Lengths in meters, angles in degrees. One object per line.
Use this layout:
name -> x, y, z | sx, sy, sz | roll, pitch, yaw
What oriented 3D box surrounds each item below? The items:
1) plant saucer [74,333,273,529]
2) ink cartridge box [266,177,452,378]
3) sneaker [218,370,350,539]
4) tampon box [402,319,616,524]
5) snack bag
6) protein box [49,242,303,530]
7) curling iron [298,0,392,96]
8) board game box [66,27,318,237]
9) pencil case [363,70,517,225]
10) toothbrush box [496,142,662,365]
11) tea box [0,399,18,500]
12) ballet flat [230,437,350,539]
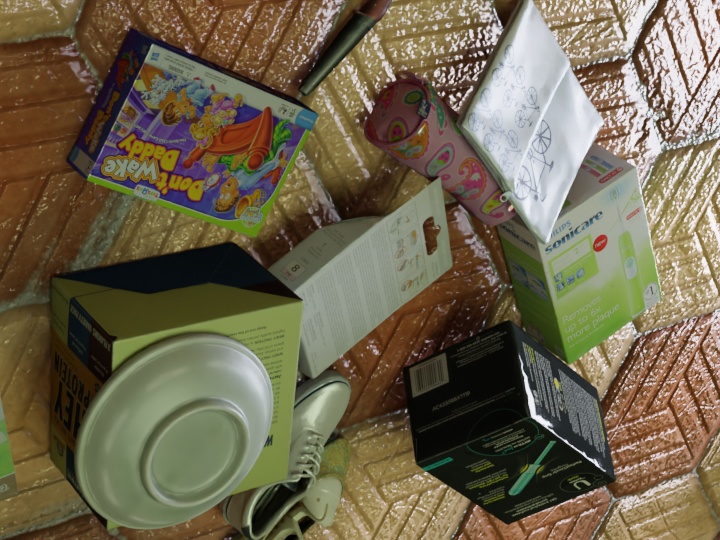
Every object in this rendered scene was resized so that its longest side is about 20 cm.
plant saucer -> -0.156, 0.155, 1.429 | 0.200, 0.050, 0.201 | -17, 124, -27
ink cartridge box -> 0.000, 0.000, 1.617 | 0.200, 0.057, 0.163 | -42, 150, -19
sneaker -> -0.067, 0.201, 1.693 | 0.073, 0.071, 0.200 | 31, 95, -43
tampon box -> 0.166, 0.172, 1.773 | 0.150, 0.127, 0.200 | -26, 140, 24
snack bag -> 0.180, -0.150, 1.635 | 0.200, 0.021, 0.189 | 52, 52, -37
protein box -> -0.178, 0.105, 1.511 | 0.198, 0.135, 0.201 | -12, 122, -32
curling iron -> 0.006, -0.246, 1.510 | 0.200, 0.026, 0.050 | -48, 171, 2
board game box -> -0.150, -0.122, 1.458 | 0.200, 0.045, 0.135 | 18, 104, -42
pencil case -> 0.092, -0.121, 1.612 | 0.200, 0.087, 0.088 | 33, 94, -42
toothbrush box -> 0.245, -0.019, 1.785 | 0.145, 0.086, 0.200 | -33, 129, -17
tea box -> -0.387, 0.081, 1.297 | 0.133, 0.200, 0.197 | -22, 126, -26
ballet flat -> -0.069, 0.271, 1.737 | 0.200, 0.071, 0.071 | -45, 133, -7
